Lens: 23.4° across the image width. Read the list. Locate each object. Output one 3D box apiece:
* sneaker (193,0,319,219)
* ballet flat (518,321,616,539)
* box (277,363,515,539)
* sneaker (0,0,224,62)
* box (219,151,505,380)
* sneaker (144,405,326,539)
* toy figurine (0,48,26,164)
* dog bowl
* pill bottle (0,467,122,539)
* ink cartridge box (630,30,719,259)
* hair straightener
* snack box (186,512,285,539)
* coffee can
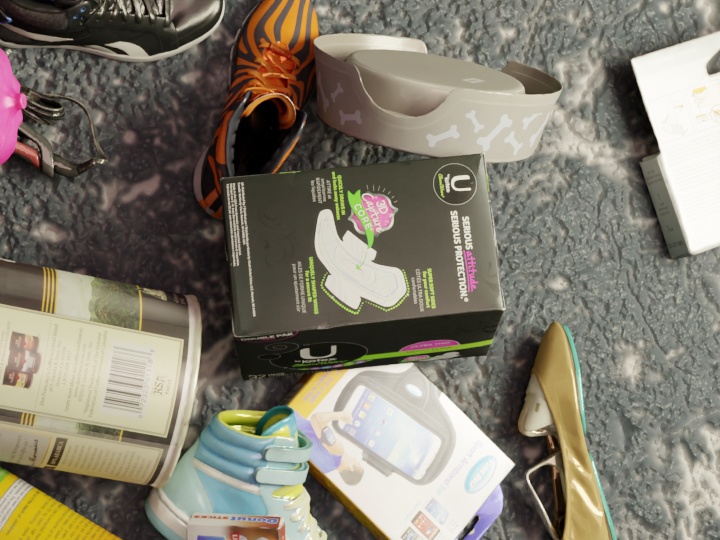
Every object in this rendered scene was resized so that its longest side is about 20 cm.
[{"bbox_3d":[-0.066,-0.138,1.356,0.077,0.112,0.202,19,75,-14],"label":"sneaker"},{"bbox_3d":[0.161,0.145,1.425,0.062,0.069,0.203,-12,86,-4],"label":"ballet flat"},{"bbox_3d":[0.031,0.148,1.396,0.200,0.041,0.119,44,73,-6],"label":"box"},{"bbox_3d":[-0.191,-0.205,1.326,0.198,0.112,0.074,-5,86,-18],"label":"sneaker"},{"bbox_3d":[0.000,0.000,1.314,0.197,0.149,0.126,-5,74,-2],"label":"box"},{"bbox_3d":[-0.051,0.182,1.327,0.199,0.080,0.131,31,98,-12],"label":"sneaker"},{"bbox_3d":[-0.335,-0.106,1.249,0.183,0.151,0.200,-36,66,-12],"label":"toy figurine"},{"bbox_3d":[0.056,-0.135,1.360,0.198,0.200,0.059,4,108,-17],"label":"dog bowl"},{"bbox_3d":[-0.215,0.234,1.253,0.199,0.111,0.112,31,76,0],"label":"pill bottle"},{"bbox_3d":[0.335,-0.123,1.519,0.198,0.044,0.176,-18,89,-18],"label":"ink cartridge box"},{"bbox_3d":[-0.279,-0.135,1.326,0.198,0.041,0.078,26,77,-7],"label":"hair straightener"},{"bbox_3d":[-0.090,0.279,1.301,0.071,0.024,0.203,2,107,8],"label":"snack box"},{"bbox_3d":[-0.229,0.071,1.266,0.198,0.146,0.148,12,81,-16],"label":"coffee can"}]
